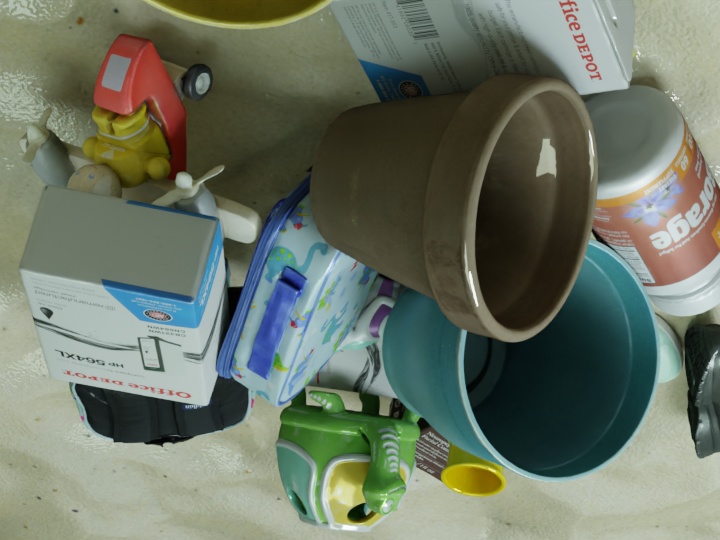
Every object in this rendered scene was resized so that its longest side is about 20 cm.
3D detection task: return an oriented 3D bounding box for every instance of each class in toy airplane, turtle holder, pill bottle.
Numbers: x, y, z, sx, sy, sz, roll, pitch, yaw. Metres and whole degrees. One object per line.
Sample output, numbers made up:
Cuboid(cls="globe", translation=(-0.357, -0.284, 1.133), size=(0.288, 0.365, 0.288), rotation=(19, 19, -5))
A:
Cuboid(cls="toy airplane", translation=(-0.190, -0.073, 1.621), size=(0.200, 0.141, 0.200), rotation=(-35, 90, 44))
Cuboid(cls="turtle holder", translation=(-0.001, 0.188, 1.902), size=(0.185, 0.132, 0.141), rotation=(7, 178, 38))
Cuboid(cls="pill bottle", translation=(0.246, -0.052, 1.623), size=(0.112, 0.113, 0.200), rotation=(-10, 140, 26))

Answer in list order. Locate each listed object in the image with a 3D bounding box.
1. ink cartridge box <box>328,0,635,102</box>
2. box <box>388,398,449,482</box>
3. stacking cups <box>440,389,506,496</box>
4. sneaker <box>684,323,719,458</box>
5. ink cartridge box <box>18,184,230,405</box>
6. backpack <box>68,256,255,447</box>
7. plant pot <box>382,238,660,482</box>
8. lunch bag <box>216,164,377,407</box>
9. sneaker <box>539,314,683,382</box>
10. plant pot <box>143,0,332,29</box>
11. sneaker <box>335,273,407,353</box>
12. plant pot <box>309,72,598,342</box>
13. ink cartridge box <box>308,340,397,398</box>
Cuboid(cls="ink cartridge box", translation=(0.095, -0.200, 1.481), size=(0.199, 0.086, 0.147), rotation=(-7, 142, 21))
Cuboid(cls="box", translation=(0.126, 0.141, 1.952), size=(0.100, 0.075, 0.200), rotation=(31, 138, -26))
Cuboid(cls="stacking cups", translation=(0.113, 0.106, 1.795), size=(0.060, 0.201, 0.061), rotation=(6, 148, 4))
Cuboid(cls="sneaker", translation=(0.356, 0.108, 1.862), size=(0.090, 0.076, 0.200), rotation=(-7, 149, 8))
Cuboid(cls="ink cartridge box", translation=(-0.188, 0.025, 1.593), size=(0.145, 0.085, 0.200), rotation=(10, 152, 5))
Cuboid(cls="backpack", translation=(-0.182, 0.080, 1.792), size=(0.177, 0.151, 0.200), rotation=(-6, 150, -4))
Cuboid(cls="plant pot", translation=(0.118, 0.068, 1.651), size=(0.200, 0.201, 0.188), rotation=(31, 167, -26))
Cuboid(cls="lunch bag", translation=(-0.044, 0.007, 1.642), size=(0.082, 0.161, 0.200), rotation=(29, 129, 10))
Cuboid(cls="sneaker", translation=(0.226, 0.082, 1.805), size=(0.074, 0.119, 0.200), rotation=(-25, 133, 37))
Cuboid(cls="plant pot", translation=(-0.087, -0.289, 1.358), size=(0.199, 0.142, 0.200), rotation=(7, 144, 5))
Cuboid(cls="sneaker", translation=(0.000, 0.000, 1.772), size=(0.199, 0.141, 0.078), rotation=(-15, -177, 5))
Cuboid(cls="plant pot", translation=(0.060, -0.056, 1.480), size=(0.174, 0.201, 0.200), rotation=(10, 148, 32))
Cuboid(cls="ink cartridge box", translation=(-0.001, 0.062, 1.879), size=(0.199, 0.068, 0.116), rotation=(8, 144, 5))
